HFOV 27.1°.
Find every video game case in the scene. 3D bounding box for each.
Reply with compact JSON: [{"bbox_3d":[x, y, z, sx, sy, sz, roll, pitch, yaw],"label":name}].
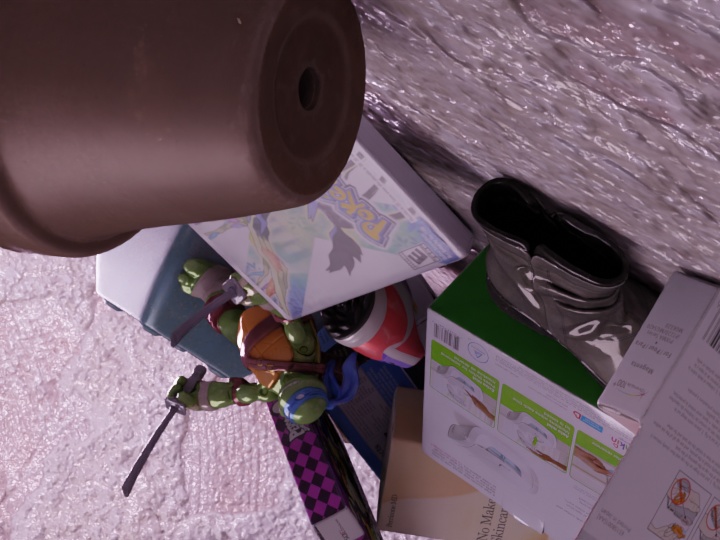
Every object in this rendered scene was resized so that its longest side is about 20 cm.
[{"bbox_3d":[-0.053,-0.057,0.973,0.182,0.022,0.200,-20,123,45],"label":"video game case"},{"bbox_3d":[-0.027,0.170,1.237,0.200,0.036,0.182,65,-179,43],"label":"video game case"}]

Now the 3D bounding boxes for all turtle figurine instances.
[{"bbox_3d":[-0.111,0.039,1.151,0.194,0.199,0.145,-114,14,-47],"label":"turtle figurine"}]

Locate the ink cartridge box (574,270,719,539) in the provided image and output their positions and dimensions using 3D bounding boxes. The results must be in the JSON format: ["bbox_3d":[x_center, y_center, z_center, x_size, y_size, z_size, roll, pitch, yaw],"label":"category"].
[{"bbox_3d":[0.210,0.125,0.885,0.200,0.174,0.043,37,173,-34],"label":"ink cartridge box"}]

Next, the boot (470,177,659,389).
[{"bbox_3d":[0.154,0.023,0.915,0.199,0.068,0.131,30,168,16],"label":"boot"}]

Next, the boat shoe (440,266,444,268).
[{"bbox_3d":[0.022,-0.038,1.098,0.071,0.063,0.200,27,174,29],"label":"boat shoe"}]

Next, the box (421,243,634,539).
[{"bbox_3d":[0.148,0.104,1.077,0.199,0.097,0.177,30,145,25],"label":"box"}]

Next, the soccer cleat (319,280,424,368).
[{"bbox_3d":[0.000,0.000,1.168,0.073,0.068,0.200,35,-158,-31],"label":"soccer cleat"}]

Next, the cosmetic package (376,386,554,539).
[{"bbox_3d":[0.117,0.168,1.220,0.199,0.106,0.071,7,-147,1],"label":"cosmetic package"}]

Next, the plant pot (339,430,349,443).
[{"bbox_3d":[0.001,0.083,1.730,0.199,0.201,0.174,32,-170,1],"label":"plant pot"}]

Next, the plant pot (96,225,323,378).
[{"bbox_3d":[-0.125,-0.022,1.345,0.196,0.201,0.196,37,172,-35],"label":"plant pot"}]

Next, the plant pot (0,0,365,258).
[{"bbox_3d":[-0.096,-0.097,0.754,0.174,0.201,0.200,8,163,27],"label":"plant pot"}]

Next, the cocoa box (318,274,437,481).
[{"bbox_3d":[0.030,0.083,1.350,0.134,0.131,0.200,53,-177,-22],"label":"cocoa box"}]
